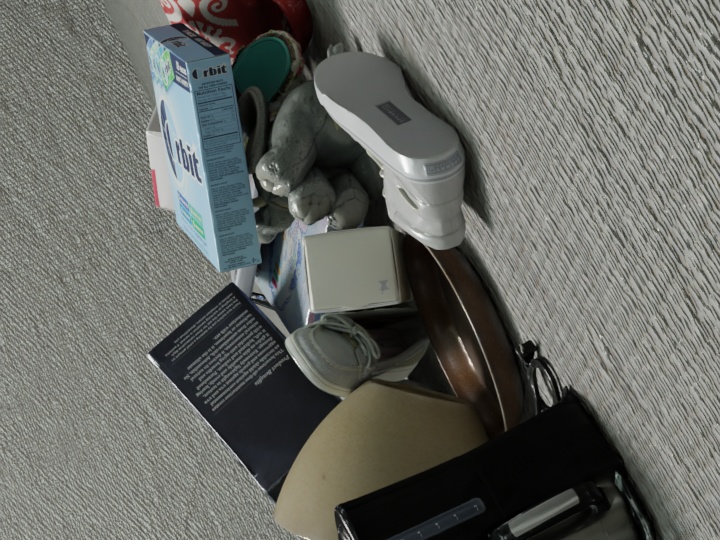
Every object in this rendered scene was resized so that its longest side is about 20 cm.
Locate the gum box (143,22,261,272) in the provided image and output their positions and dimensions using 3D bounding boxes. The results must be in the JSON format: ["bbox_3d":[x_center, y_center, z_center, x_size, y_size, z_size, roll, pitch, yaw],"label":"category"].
[{"bbox_3d":[-0.150,-0.119,1.492,0.170,0.045,0.200,-138,38,-63],"label":"gum box"}]

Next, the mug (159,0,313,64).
[{"bbox_3d":[-0.129,-0.252,1.581,0.200,0.133,0.178,73,171,-52],"label":"mug"}]

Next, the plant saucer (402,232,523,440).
[{"bbox_3d":[0.091,0.055,1.349,0.200,0.032,0.200,158,90,-81],"label":"plant saucer"}]

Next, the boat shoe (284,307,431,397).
[{"bbox_3d":[0.004,0.064,1.409,0.074,0.065,0.202,52,-157,22],"label":"boat shoe"}]

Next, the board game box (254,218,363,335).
[{"bbox_3d":[-0.053,-0.046,1.632,0.199,0.043,0.200,-127,45,-60],"label":"board game box"}]

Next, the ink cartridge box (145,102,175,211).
[{"bbox_3d":[-0.165,-0.178,1.753,0.148,0.086,0.200,92,-170,-57],"label":"ink cartridge box"}]

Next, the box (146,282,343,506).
[{"bbox_3d":[-0.092,0.147,1.636,0.198,0.123,0.200,47,172,23],"label":"box"}]

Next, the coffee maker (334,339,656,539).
[{"bbox_3d":[0.085,0.182,1.154,0.192,0.200,0.135,-124,15,-51],"label":"coffee maker"}]

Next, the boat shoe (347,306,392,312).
[{"bbox_3d":[0.008,0.079,1.651,0.072,0.060,0.202,58,-170,-18],"label":"boat shoe"}]

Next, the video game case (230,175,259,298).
[{"bbox_3d":[-0.113,-0.088,1.709,0.182,0.022,0.200,-115,35,-74],"label":"video game case"}]

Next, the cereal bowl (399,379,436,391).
[{"bbox_3d":[0.061,0.214,1.636,0.200,0.083,0.200,5,-90,-83],"label":"cereal bowl"}]

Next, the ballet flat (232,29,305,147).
[{"bbox_3d":[-0.099,-0.174,1.551,0.200,0.064,0.076,-39,72,48],"label":"ballet flat"}]

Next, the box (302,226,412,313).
[{"bbox_3d":[0.000,0.000,1.416,0.200,0.082,0.068,14,-111,-86],"label":"box"}]

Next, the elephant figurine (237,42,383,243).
[{"bbox_3d":[-0.061,-0.111,1.471,0.142,0.155,0.200,47,170,-22],"label":"elephant figurine"}]

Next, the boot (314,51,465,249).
[{"bbox_3d":[0.022,-0.093,1.245,0.200,0.073,0.096,-125,22,-50],"label":"boot"}]

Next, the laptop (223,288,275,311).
[{"bbox_3d":[-0.042,0.099,1.793,0.177,0.200,0.103,27,-104,-64],"label":"laptop"}]

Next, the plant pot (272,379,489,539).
[{"bbox_3d":[0.037,0.168,1.358,0.200,0.200,0.135,-168,91,-79],"label":"plant pot"}]
